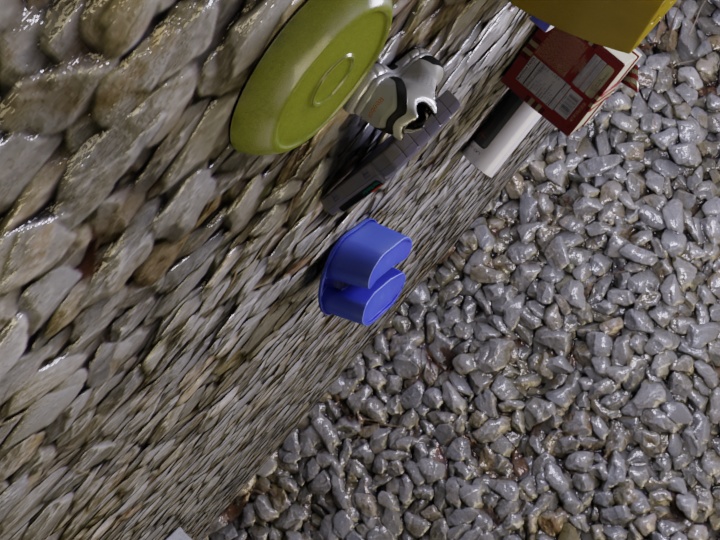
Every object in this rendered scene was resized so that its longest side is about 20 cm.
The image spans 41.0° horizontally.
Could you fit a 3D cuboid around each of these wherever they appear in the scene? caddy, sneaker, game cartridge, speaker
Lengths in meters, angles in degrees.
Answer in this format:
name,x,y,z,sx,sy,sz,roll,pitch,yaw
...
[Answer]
name,x,y,z,sx,sy,sz,roll,pitch,yaw
caddy,0.000,0.000,1.563,0.200,0.104,0.143,-37,144,-54
sneaker,0.052,-0.187,1.054,0.074,0.080,0.200,-57,171,32
game cartridge,0.032,-0.135,1.164,0.130,0.038,0.200,-50,-171,-24
speaker,0.290,-0.283,1.899,0.200,0.081,0.081,-51,172,16

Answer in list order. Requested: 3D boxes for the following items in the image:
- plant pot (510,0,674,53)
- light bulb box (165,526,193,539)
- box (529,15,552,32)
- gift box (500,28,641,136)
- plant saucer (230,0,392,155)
name,x,y,z,sx,sy,sz,roll,pitch,yaw
plant pot,0.338,-0.405,1.239,0.200,0.176,0.200,-47,171,-13
light bulb box,-0.454,0.786,2.395,0.200,0.198,0.125,-52,173,30
box,0.339,-0.451,1.528,0.200,0.041,0.119,-44,170,-50
gift box,0.382,-0.346,1.712,0.185,0.200,0.187,-48,175,30
plant saucer,-0.033,-0.171,0.830,0.200,0.031,0.200,-48,173,-8
